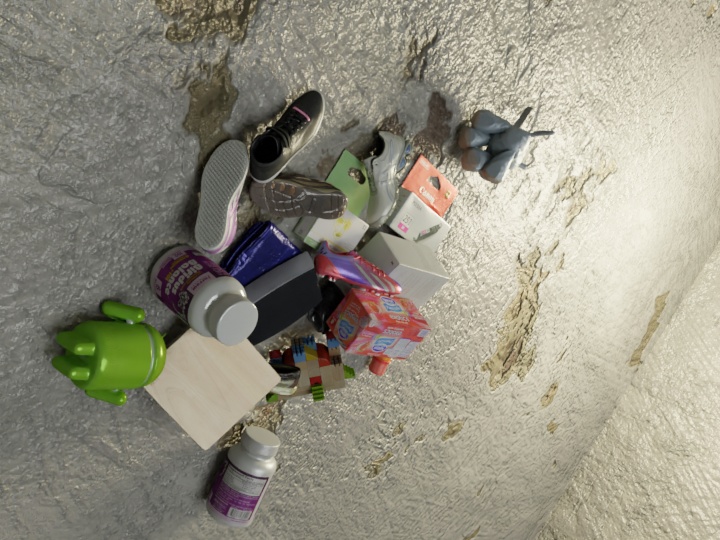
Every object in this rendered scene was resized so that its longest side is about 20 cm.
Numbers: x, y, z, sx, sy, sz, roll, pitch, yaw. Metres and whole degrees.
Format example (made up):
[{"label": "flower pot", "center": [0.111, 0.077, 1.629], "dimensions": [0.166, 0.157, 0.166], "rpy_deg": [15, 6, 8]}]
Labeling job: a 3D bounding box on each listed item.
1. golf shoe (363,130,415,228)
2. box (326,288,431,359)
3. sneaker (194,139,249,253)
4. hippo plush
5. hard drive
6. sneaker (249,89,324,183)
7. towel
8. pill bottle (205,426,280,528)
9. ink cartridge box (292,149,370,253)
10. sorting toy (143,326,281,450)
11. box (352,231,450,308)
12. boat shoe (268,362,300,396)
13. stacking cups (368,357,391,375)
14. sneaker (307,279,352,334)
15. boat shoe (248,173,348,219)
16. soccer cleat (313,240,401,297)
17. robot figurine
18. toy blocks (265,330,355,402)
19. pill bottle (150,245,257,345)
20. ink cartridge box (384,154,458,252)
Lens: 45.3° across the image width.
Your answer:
[{"label": "golf shoe", "center": [0.035, -0.189, 1.765], "dimensions": [0.097, 0.078, 0.201], "rpy_deg": [23, 77, -32]}, {"label": "box", "center": [0.040, 0.117, 1.831], "dimensions": [0.200, 0.095, 0.103], "rpy_deg": [12, 124, -46]}, {"label": "sneaker", "center": [-0.244, -0.127, 1.534], "dimensions": [0.114, 0.072, 0.201], "rpy_deg": [64, 43, -82]}, {"label": "hippo plush", "center": [0.314, -0.289, 1.980], "dimensions": [0.200, 0.159, 0.161], "rpy_deg": [-42, 172, 4]}, {"label": "hard drive", "center": [-0.165, 0.062, 1.686], "dimensions": [0.200, 0.042, 0.135], "rpy_deg": [-33, 139, -20]}, {"label": "sneaker", "center": [-0.128, -0.246, 1.528], "dimensions": [0.200, 0.071, 0.099], "rpy_deg": [-53, 180, -6]}, {"label": "towel", "center": [-0.182, -0.002, 1.691], "dimensions": [0.148, 0.050, 0.200], "rpy_deg": [-47, 141, -2]}, {"label": "pill bottle", "center": [-0.249, 0.443, 1.864], "dimensions": [0.112, 0.112, 0.201], "rpy_deg": [13, 105, -50]}, {"label": "ink cartridge box", "center": [-0.034, -0.125, 1.763], "dimensions": [0.200, 0.048, 0.145], "rpy_deg": [-56, 141, 2]}, {"label": "sorting toy", "center": [-0.291, 0.198, 1.638], "dimensions": [0.199, 0.070, 0.200], "rpy_deg": [-42, 110, -12]}, {"label": "box", "center": [0.081, 0.006, 1.901], "dimensions": [0.124, 0.098, 0.200], "rpy_deg": [-44, 147, 23]}, {"label": "boat shoe", "center": [-0.214, 0.203, 1.748], "dimensions": [0.199, 0.073, 0.065], "rpy_deg": [15, 104, -32]}, {"label": "stacking cups", "center": [0.079, 0.157, 2.068], "dimensions": [0.060, 0.060, 0.201], "rpy_deg": [5, 114, -48]}, {"label": "sneaker", "center": [-0.049, 0.101, 1.883], "dimensions": [0.114, 0.075, 0.200], "rpy_deg": [-42, 139, -10]}, {"label": "boat shoe", "center": [-0.123, -0.144, 1.637], "dimensions": [0.199, 0.073, 0.075], "rpy_deg": [11, 117, -28]}, {"label": "soccer cleat", "center": [0.000, 0.000, 1.750], "dimensions": [0.199, 0.067, 0.077], "rpy_deg": [16, 91, -19]}, {"label": "robot figurine", "center": [-0.420, 0.145, 1.476], "dimensions": [0.200, 0.115, 0.176], "rpy_deg": [5, 99, -48]}, {"label": "toy blocks", "center": [-0.114, 0.198, 1.833], "dimensions": [0.199, 0.100, 0.137], "rpy_deg": [-10, 129, -4]}, {"label": "pill bottle", "center": [-0.268, 0.046, 1.491], "dimensions": [0.112, 0.200, 0.113], "rpy_deg": [-26, 132, -33]}, {"label": "ink cartridge box", "center": [0.147, -0.140, 1.949], "dimensions": [0.174, 0.044, 0.200], "rpy_deg": [-56, 142, 0]}]
